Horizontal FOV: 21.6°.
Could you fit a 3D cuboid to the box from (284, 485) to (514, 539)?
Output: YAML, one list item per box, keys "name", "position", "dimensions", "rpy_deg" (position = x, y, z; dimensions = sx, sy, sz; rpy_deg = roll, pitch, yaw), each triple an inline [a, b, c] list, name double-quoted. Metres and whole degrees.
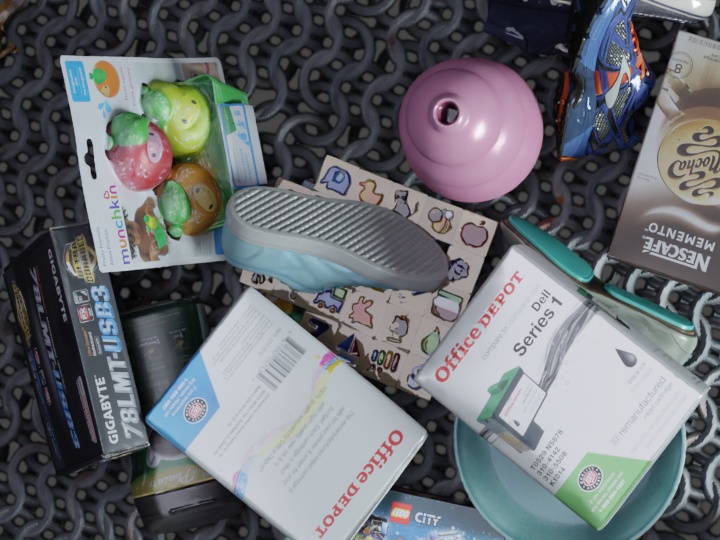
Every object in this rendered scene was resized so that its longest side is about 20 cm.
- name: "box"
  position: [0.029, 0.262, 1.670]
  dimensions: [0.198, 0.038, 0.138]
  rpy_deg: [11, 91, 11]

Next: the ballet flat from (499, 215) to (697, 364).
- name: "ballet flat"
  position: [0.194, 0.028, 1.629]
  dimensions: [0.199, 0.067, 0.064]
  rpy_deg: [32, 106, 11]

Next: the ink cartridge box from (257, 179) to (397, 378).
- name: "ink cartridge box"
  position: [-0.034, 0.034, 1.687]
  dimensions: [0.119, 0.042, 0.201]
  rpy_deg: [24, 95, 11]

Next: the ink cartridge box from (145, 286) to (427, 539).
- name: "ink cartridge box"
  position: [-0.063, 0.132, 1.610]
  dimensions: [0.200, 0.085, 0.145]
  rpy_deg: [39, 85, -2]

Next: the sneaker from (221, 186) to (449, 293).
- name: "sneaker"
  position: [-0.025, -0.014, 1.636]
  dimensions: [0.199, 0.082, 0.074]
  rpy_deg: [17, 50, -4]

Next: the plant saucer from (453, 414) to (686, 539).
- name: "plant saucer"
  position: [0.180, 0.144, 1.613]
  dimensions: [0.198, 0.036, 0.202]
  rpy_deg: [0, 89, 15]

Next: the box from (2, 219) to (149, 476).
- name: "box"
  position: [-0.251, 0.072, 1.653]
  dimensions: [0.049, 0.198, 0.202]
  rpy_deg: [-13, 86, -22]

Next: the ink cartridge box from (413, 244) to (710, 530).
- name: "ink cartridge box"
  position: [0.164, 0.093, 1.556]
  dimensions: [0.200, 0.084, 0.146]
  rpy_deg: [38, 98, 12]

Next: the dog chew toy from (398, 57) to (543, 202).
- name: "dog chew toy"
  position: [0.087, -0.123, 1.582]
  dimensions: [0.123, 0.200, 0.126]
  rpy_deg: [0, 88, 11]

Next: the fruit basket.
- name: "fruit basket"
  position: [-0.167, -0.097, 1.631]
  dimensions: [0.093, 0.200, 0.187]
  rpy_deg: [-13, 86, 32]

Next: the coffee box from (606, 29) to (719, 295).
- name: "coffee box"
  position: [0.292, -0.088, 1.602]
  dimensions: [0.112, 0.080, 0.201]
  rpy_deg: [18, 92, 10]

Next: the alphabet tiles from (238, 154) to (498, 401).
- name: "alphabet tiles"
  position: [0.000, 0.000, 1.659]
  dimensions: [0.199, 0.008, 0.168]
  rpy_deg: [22, 92, 10]

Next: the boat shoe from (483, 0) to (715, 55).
- name: "boat shoe"
  position: [0.201, -0.225, 1.637]
  dimensions: [0.199, 0.075, 0.093]
  rpy_deg: [18, 111, 9]

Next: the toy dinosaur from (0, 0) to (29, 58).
- name: "toy dinosaur"
  position: [-0.380, -0.198, 1.759]
  dimensions: [0.199, 0.060, 0.107]
  rpy_deg: [-26, 60, 4]

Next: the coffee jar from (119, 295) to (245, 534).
- name: "coffee jar"
  position: [-0.168, 0.131, 1.684]
  dimensions: [0.103, 0.085, 0.202]
  rpy_deg: [-13, 86, -5]

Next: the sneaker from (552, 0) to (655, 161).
- name: "sneaker"
  position: [0.213, -0.179, 1.593]
  dimensions: [0.078, 0.201, 0.076]
  rpy_deg: [2, 46, -5]
